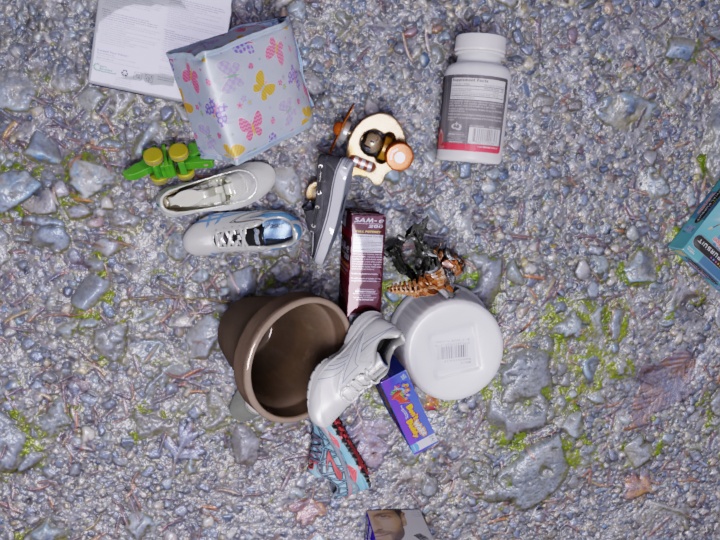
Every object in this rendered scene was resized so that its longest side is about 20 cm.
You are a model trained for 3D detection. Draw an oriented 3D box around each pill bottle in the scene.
[{"bbox_3d":[0.188,-0.280,1.057,0.110,0.111,0.202,3,100,-10],"label":"pill bottle"}]

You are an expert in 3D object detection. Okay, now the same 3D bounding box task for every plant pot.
[{"bbox_3d":[-0.140,0.120,1.027,0.199,0.174,0.202,-13,110,-39],"label":"plant pot"}]

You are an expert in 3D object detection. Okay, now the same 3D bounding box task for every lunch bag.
[{"bbox_3d":[-0.167,-0.276,0.973,0.200,0.127,0.171,-36,127,-33],"label":"lunch bag"}]

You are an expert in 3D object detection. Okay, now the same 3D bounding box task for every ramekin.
[{"bbox_3d":[0.154,0.129,1.133,0.199,0.098,0.202,-2,100,-10],"label":"ramekin"}]

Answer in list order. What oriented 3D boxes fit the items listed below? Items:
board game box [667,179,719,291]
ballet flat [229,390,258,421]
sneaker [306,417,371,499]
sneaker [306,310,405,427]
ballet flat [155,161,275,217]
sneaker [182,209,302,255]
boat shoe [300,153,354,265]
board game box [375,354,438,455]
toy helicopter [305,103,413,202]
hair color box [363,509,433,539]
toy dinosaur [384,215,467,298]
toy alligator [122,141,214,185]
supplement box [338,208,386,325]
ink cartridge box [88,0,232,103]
[{"bbox_3d":[0.707,-0.078,1.216,0.151,0.047,0.200,36,92,-14],"label":"board game box"},{"bbox_3d":[-0.147,0.197,1.111,0.200,0.064,0.068,-39,105,-1],"label":"ballet flat"},{"bbox_3d":[-0.059,0.328,1.143,0.095,0.079,0.201,-28,103,-2],"label":"sneaker"},{"bbox_3d":[-0.008,0.152,0.977,0.075,0.087,0.201,44,74,-38],"label":"sneaker"},{"bbox_3d":[-0.232,-0.126,1.037,0.199,0.069,0.070,-15,103,-7],"label":"ballet flat"},{"bbox_3d":[-0.193,-0.061,1.052,0.198,0.072,0.072,-9,103,-7],"label":"sneaker"},{"bbox_3d":[-0.064,-0.100,1.048,0.066,0.070,0.201,20,129,4],"label":"boat shoe"},{"bbox_3d":[0.057,0.201,1.077,0.045,0.200,0.135,-26,104,-6],"label":"board game box"},{"bbox_3d":[-0.018,-0.185,1.061,0.200,0.079,0.132,-39,111,12],"label":"toy helicopter"},{"bbox_3d":[0.076,0.503,1.135,0.108,0.200,0.065,3,98,-10],"label":"hair color box"},{"bbox_3d":[0.111,-0.007,1.071,0.102,0.200,0.136,-37,83,19],"label":"toy dinosaur"},{"bbox_3d":[-0.279,-0.184,1.027,0.199,0.059,0.055,-12,61,-9],"label":"toy alligator"},{"bbox_3d":[0.000,0.000,1.077,0.060,0.109,0.202,2,99,-10],"label":"supplement box"},{"bbox_3d":[-0.304,-0.368,0.992,0.195,0.043,0.202,9,96,-12],"label":"ink cartridge box"}]
